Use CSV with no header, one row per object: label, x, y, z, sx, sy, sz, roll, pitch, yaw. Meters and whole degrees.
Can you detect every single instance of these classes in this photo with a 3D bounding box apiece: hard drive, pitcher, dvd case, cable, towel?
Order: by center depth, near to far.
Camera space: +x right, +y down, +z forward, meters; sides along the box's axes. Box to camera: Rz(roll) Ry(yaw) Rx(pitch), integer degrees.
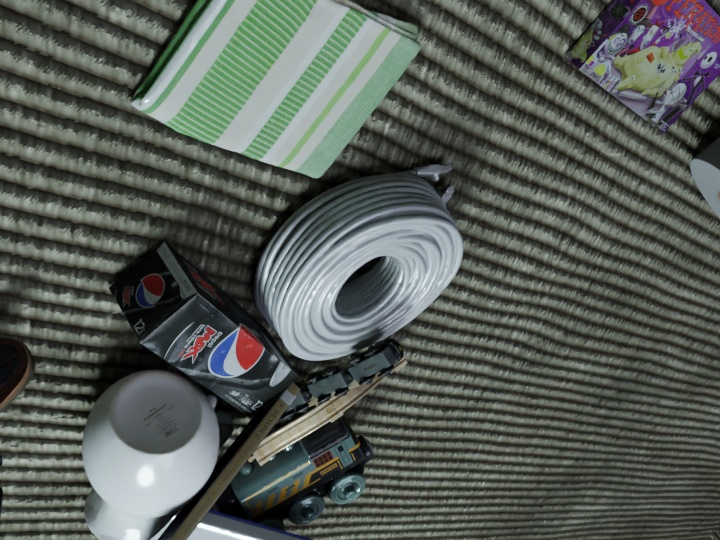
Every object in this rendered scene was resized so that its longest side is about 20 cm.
towel,-0.056,-0.149,0.779,0.199,0.023,0.153,12,125,-50
cable,0.000,0.000,0.967,0.199,0.069,0.201,-10,139,-34
pitcher,-0.180,0.162,0.983,0.171,0.121,0.200,-38,163,-33
dvd case,-0.138,0.202,1.010,0.200,0.016,0.149,-53,-177,-27
hard drive,-0.145,0.314,1.153,0.199,0.025,0.132,18,135,-8

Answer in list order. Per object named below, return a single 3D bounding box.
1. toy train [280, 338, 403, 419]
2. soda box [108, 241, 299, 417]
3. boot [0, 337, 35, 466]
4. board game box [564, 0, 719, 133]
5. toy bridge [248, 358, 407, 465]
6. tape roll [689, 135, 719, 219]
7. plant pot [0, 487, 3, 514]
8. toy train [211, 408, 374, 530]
toy train,-0.027,0.108,1.042,0.200,0.034,0.046,-29,-177,45
soda box,-0.132,0.057,0.919,0.063,0.071,0.200,-40,147,1
boot,-0.318,0.120,0.842,0.199,0.075,0.097,-33,158,14
board game box,0.287,-0.211,1.004,0.199,0.032,0.120,16,117,-50
toy bridge,-0.036,0.145,1.112,0.199,0.027,0.067,-34,-178,-10
tape roll,0.463,-0.070,1.177,0.066,0.201,0.200,-40,147,4
plant pot,-0.394,0.271,0.810,0.176,0.201,0.199,12,158,-26
toy train,-0.081,0.230,1.177,0.199,0.085,0.114,-28,133,-7
